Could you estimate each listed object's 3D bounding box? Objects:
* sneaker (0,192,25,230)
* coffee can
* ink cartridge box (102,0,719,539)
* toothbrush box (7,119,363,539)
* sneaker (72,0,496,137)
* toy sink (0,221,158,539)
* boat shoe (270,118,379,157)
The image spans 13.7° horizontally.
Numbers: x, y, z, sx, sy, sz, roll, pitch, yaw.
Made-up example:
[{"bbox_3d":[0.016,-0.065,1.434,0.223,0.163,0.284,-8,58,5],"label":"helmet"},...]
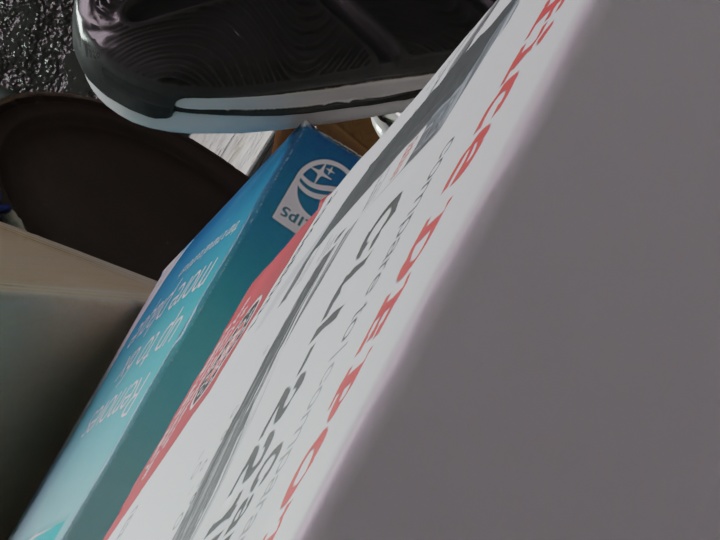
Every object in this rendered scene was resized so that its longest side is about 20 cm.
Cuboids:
[{"bbox_3d":[-0.118,0.003,0.901,0.081,0.115,0.200,-17,-75,-52],"label":"sneaker"},{"bbox_3d":[-0.116,0.060,1.040,0.200,0.146,0.146,-55,7,26],"label":"coffee can"},{"bbox_3d":[0.018,0.040,0.422,0.144,0.084,0.200,-61,8,-29],"label":"ink cartridge box"},{"bbox_3d":[-0.042,0.086,0.653,0.200,0.085,0.146,-62,7,-18],"label":"toothbrush box"},{"bbox_3d":[0.014,-0.043,0.696,0.200,0.076,0.115,-19,-33,-35],"label":"sneaker"},{"bbox_3d":[-0.117,0.052,0.779,0.200,0.112,0.131,4,-75,-63],"label":"toy sink"},{"bbox_3d":[0.000,0.000,0.868,0.064,0.071,0.200,-14,-40,-46],"label":"boat shoe"}]
